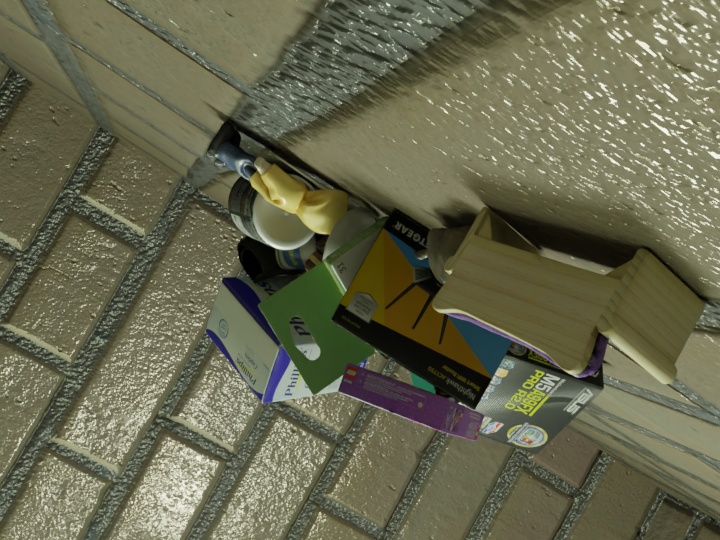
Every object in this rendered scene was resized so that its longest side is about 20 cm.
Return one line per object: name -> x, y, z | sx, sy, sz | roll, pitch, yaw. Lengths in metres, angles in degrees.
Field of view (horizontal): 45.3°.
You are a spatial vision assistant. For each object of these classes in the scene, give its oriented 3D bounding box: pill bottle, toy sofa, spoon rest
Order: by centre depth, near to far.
toy sofa -> 0.150, 0.027, 0.663 | 0.082, 0.099, 0.199 | 34, 175, -31
spoon rest -> -0.023, 0.014, 1.136 | 0.060, 0.204, 0.099 | 22, -159, 32
pill bottle -> -0.137, -0.096, 1.288 | 0.105, 0.107, 0.199 | 33, 176, -24

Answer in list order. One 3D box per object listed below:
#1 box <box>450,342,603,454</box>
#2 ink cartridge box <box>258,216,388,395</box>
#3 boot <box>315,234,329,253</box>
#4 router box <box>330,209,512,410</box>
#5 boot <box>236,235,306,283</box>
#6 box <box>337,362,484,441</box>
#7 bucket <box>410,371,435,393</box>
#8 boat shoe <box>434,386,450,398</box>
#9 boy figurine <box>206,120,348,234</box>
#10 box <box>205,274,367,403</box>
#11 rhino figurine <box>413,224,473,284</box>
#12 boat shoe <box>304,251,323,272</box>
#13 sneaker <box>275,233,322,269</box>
box -> 0.227, 0.177, 1.228 | 0.157, 0.045, 0.201 | 20, 138, -8
ink cartridge box -> -0.007, 0.048, 1.071 | 0.147, 0.198, 0.048 | 59, 168, -16
boot -> 0.000, 0.000, 1.276 | 0.148, 0.069, 0.200 | 63, -169, -7
router box -> 0.084, 0.046, 1.017 | 0.198, 0.151, 0.051 | 31, 176, 0
boot -> -0.169, -0.072, 1.412 | 0.137, 0.078, 0.201 | -15, -122, -49
box -> 0.069, 0.166, 1.074 | 0.135, 0.040, 0.200 | 18, 173, 22
bucket -> 0.185, 0.178, 1.519 | 0.205, 0.209, 0.135 | 29, 174, 22
boat shoe -> 0.148, 0.102, 1.117 | 0.073, 0.061, 0.200 | 10, 144, -28
boy figurine -> -0.105, -0.116, 1.112 | 0.198, 0.065, 0.124 | 30, 175, 13
box -> -0.111, 0.100, 1.364 | 0.197, 0.107, 0.184 | -3, -146, -43
rhino figurine -> 0.102, -0.008, 0.864 | 0.088, 0.060, 0.200 | 46, 175, -8
boat shoe -> -0.033, 0.059, 1.239 | 0.074, 0.075, 0.203 | 36, 167, 46
sneaker -> -0.048, -0.032, 1.390 | 0.081, 0.076, 0.198 | -8, 179, 36
